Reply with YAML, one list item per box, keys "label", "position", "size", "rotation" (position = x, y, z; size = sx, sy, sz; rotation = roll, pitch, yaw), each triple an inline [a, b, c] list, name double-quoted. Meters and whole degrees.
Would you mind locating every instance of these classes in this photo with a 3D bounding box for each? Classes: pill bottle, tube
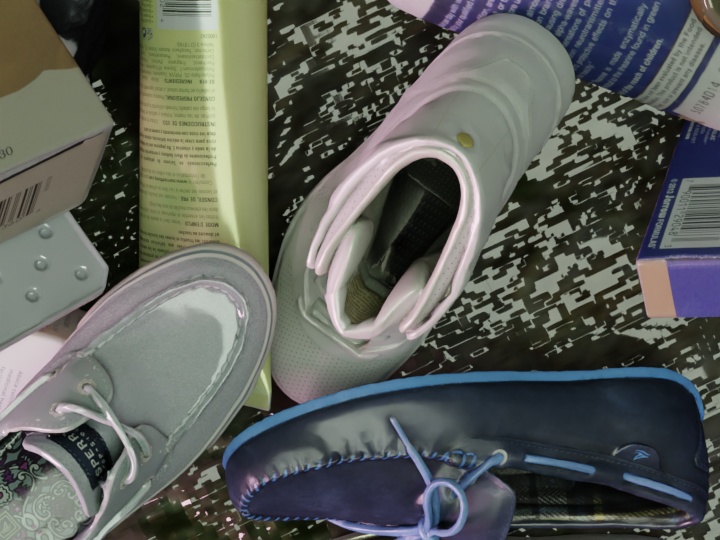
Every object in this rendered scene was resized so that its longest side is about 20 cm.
- label: "pill bottle"
  position: [0.073, -0.138, 1.090]
  size: [0.199, 0.111, 0.111]
  rotation: [20, 97, -6]
- label: "tube"
  position: [-0.063, -0.048, 1.127]
  size: [0.052, 0.058, 0.201]
  rotation: [0, 97, -5]

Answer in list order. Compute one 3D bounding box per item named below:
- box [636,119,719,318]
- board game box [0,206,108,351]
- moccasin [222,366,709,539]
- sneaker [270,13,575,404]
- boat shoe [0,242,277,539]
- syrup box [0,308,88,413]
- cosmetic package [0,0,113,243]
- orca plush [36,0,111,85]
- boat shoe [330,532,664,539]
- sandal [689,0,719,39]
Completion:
- label: "box"
  position: [0.214, -0.028, 1.077]
  size: [0.199, 0.121, 0.032]
  rotation: [-3, 122, 21]
- label: "board game box"
  position: [-0.229, -0.024, 1.059]
  size: [0.200, 0.026, 0.200]
  rotation: [-31, 77, -26]
- label: "moccasin"
  position: [0.048, 0.080, 1.118]
  size: [0.199, 0.081, 0.068]
  rotation: [-7, 66, -11]
- label: "sneaker"
  position: [0.000, 0.000, 1.070]
  size: [0.074, 0.116, 0.200]
  rotation: [34, 128, 2]
- label: "boat shoe"
  position: [-0.105, 0.072, 1.052]
  size: [0.201, 0.072, 0.070]
  rotation: [-45, 98, -1]
- label: "syrup box"
  position: [-0.193, 0.035, 1.117]
  size: [0.199, 0.081, 0.079]
  rotation: [18, 97, -8]
- label: "cosmetic package"
  position: [-0.188, -0.099, 1.051]
  size: [0.105, 0.071, 0.200]
  rotation: [-29, 76, -26]
- label: "orca plush"
  position: [-0.127, -0.146, 1.117]
  size: [0.105, 0.071, 0.201]
  rotation: [-16, 89, 44]
- label: "boat shoe"
  position: [0.046, 0.144, 1.158]
  size: [0.201, 0.060, 0.072]
  rotation: [-4, 100, -3]
- label: "sandal"
  position: [0.217, -0.125, 1.025]
  size: [0.199, 0.054, 0.081]
  rotation: [-5, 93, -4]
